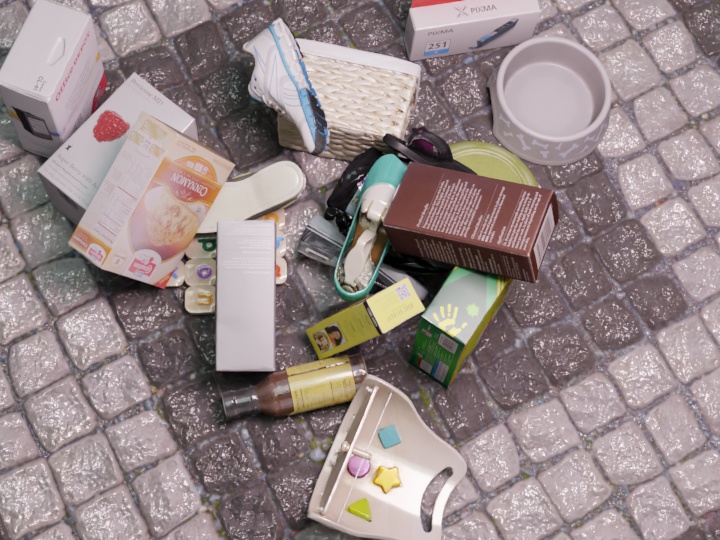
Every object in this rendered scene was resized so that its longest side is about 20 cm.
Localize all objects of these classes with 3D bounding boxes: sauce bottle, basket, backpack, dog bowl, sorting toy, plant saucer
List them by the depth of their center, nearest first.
[{"bbox_3d":[0.043,0.273,1.567,0.178,0.107,0.202,25,69,-2],"label":"sorting toy"},{"bbox_3d":[-0.088,0.160,1.613,0.197,0.065,0.066,-11,70,-7],"label":"sauce bottle"},{"bbox_3d":[0.065,-0.083,1.648,0.198,0.167,0.128,31,113,4],"label":"backpack"},{"bbox_3d":[-0.022,-0.237,1.730,0.197,0.136,0.125,13,73,2],"label":"basket"},{"bbox_3d":[0.171,-0.104,1.745,0.197,0.031,0.203,1,70,-3],"label":"plant saucer"},{"bbox_3d":[0.286,-0.262,1.796,0.197,0.059,0.203,1,69,-4],"label":"dog bowl"}]

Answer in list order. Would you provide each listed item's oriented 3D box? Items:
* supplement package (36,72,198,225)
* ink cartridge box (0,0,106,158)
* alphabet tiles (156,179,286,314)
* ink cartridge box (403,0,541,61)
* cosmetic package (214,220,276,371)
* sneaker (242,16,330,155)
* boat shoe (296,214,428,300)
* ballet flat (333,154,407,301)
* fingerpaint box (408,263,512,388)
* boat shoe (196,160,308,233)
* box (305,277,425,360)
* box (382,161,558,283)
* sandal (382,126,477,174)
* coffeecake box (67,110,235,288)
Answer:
[{"bbox_3d":[-0.336,-0.152,1.685,0.121,0.120,0.201,36,71,11],"label":"supplement package"},{"bbox_3d":[-0.429,-0.263,1.678,0.084,0.200,0.149,18,69,3],"label":"ink cartridge box"},{"bbox_3d":[-0.203,-0.034,1.705,0.192,0.015,0.203,-2,70,-4],"label":"alphabet tiles"},{"bbox_3d":[0.170,-0.387,1.773,0.197,0.177,0.045,-11,70,-7],"label":"ink cartridge box"},{"bbox_3d":[-0.154,0.037,1.608,0.089,0.107,0.203,-2,88,-5],"label":"cosmetic package"},{"bbox_3d":[-0.105,-0.240,1.635,0.086,0.075,0.202,-24,73,10],"label":"sneaker"},{"bbox_3d":[0.000,0.000,1.684,0.199,0.072,0.071,32,89,11],"label":"boat shoe"},{"bbox_3d":[0.016,-0.052,1.553,0.067,0.070,0.203,20,97,3],"label":"ballet flat"},{"bbox_3d":[0.142,0.046,1.597,0.073,0.200,0.168,33,72,10],"label":"fingerpaint box"},{"bbox_3d":[-0.168,-0.099,1.688,0.199,0.060,0.073,-18,85,10],"label":"boat shoe"},{"bbox_3d":[0.003,0.066,1.574,0.075,0.200,0.051,-28,89,-28],"label":"box"},{"bbox_3d":[0.139,-0.060,1.496,0.198,0.075,0.101,15,65,23],"label":"box"},{"bbox_3d":[0.099,-0.169,1.655,0.075,0.199,0.048,37,105,33],"label":"sandal"},{"bbox_3d":[-0.278,-0.090,1.604,0.073,0.153,0.202,32,94,25],"label":"coffeecake box"}]
